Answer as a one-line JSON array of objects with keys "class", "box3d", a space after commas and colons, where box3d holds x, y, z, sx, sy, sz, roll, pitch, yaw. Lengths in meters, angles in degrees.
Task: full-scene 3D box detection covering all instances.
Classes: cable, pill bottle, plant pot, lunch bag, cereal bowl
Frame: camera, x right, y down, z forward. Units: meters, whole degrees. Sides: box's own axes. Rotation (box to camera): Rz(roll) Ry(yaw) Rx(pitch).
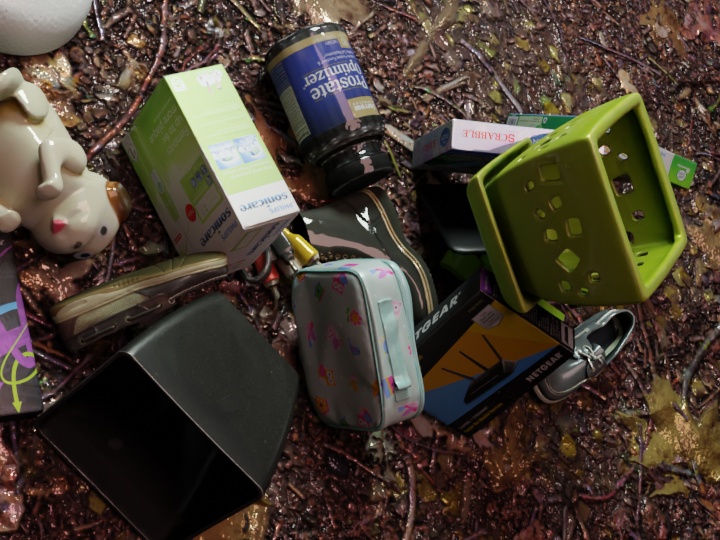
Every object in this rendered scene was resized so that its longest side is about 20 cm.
[{"class": "cable", "box3d": [-0.127, -0.057, 1.597, 0.097, 0.050, 0.200, -28, 72, -8]}, {"class": "pill bottle", "box3d": [-0.036, -0.201, 1.661, 0.112, 0.112, 0.201, -18, 81, -37]}, {"class": "plant pot", "box3d": [0.243, -0.070, 1.507, 0.200, 0.181, 0.200, -37, 109, -54]}, {"class": "plant pot", "box3d": [-0.183, 0.142, 1.381, 0.200, 0.199, 0.178, 46, 41, -9]}, {"class": "lunch bag", "box3d": [0.001, 0.088, 1.517, 0.077, 0.160, 0.201, -15, 97, -38]}, {"class": "cereal bowl", "box3d": [-0.394, -0.353, 1.504, 0.199, 0.083, 0.201, 14, 63, -30]}]

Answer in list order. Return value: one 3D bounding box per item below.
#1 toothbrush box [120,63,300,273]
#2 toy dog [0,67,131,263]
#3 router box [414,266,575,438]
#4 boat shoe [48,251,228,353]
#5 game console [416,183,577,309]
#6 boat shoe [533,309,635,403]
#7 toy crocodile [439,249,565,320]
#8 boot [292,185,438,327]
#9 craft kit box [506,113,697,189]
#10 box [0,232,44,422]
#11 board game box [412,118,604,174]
[{"class": "toothbrush box", "box3d": [-0.174, -0.109, 1.496, 0.086, 0.146, 0.200, -21, 77, -38]}, {"class": "toy dog", "box3d": [-0.346, -0.096, 1.410, 0.139, 0.194, 0.200, -40, 97, 4]}, {"class": "router box", "box3d": [0.139, 0.103, 1.596, 0.149, 0.200, 0.051, 33, 36, -17]}, {"class": "boat shoe", "box3d": [-0.234, 0.034, 1.427, 0.200, 0.072, 0.066, -18, 101, -5]}, {"class": "game console", "box3d": [0.180, -0.033, 1.725, 0.176, 0.116, 0.200, 58, 5, -31]}, {"class": "boat shoe", "box3d": [0.306, 0.110, 1.792, 0.200, 0.062, 0.073, -35, 92, -38]}, {"class": "toy crocodile", "box3d": [0.192, 0.032, 1.754, 0.200, 0.062, 0.068, 29, 74, -24]}, {"class": "boot", "box3d": [0.000, 0.000, 1.634, 0.138, 0.078, 0.200, -16, 67, -33]}, {"class": "craft kit box", "box3d": [0.332, -0.168, 1.843, 0.197, 0.200, 0.049, 15, 91, -26]}, {"class": "box", "box3d": [-0.414, 0.061, 1.347, 0.143, 0.036, 0.201, -6, 73, -35]}, {"class": "board game box", "box3d": [0.186, -0.153, 1.701, 0.199, 0.199, 0.041, 5, 87, -11]}]
